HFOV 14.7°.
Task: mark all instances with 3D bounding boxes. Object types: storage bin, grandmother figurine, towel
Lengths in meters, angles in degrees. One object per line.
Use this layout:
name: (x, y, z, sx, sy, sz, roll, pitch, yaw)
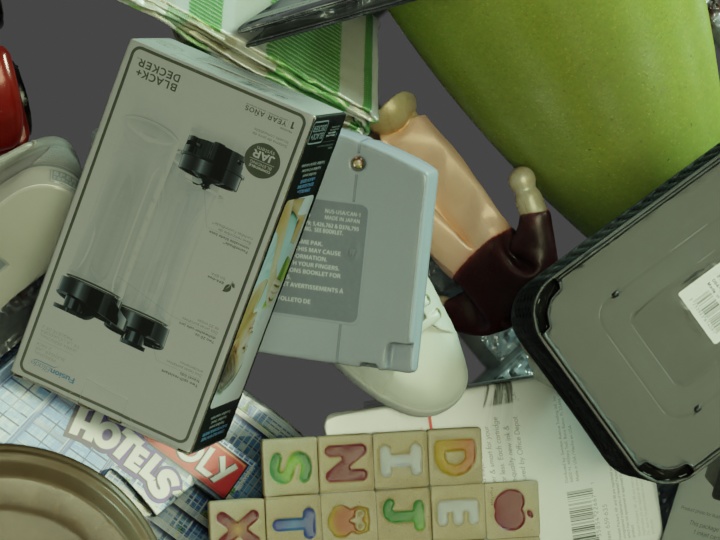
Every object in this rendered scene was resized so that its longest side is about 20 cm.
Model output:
storage bin: (0.200, 0.016, 1.584, 0.200, 0.094, 0.135, -36, 92, -6)
grandmother figurine: (0.071, -0.008, 1.662, 0.200, 0.121, 0.061, 47, 45, 11)
towel: (-0.078, -0.159, 1.622, 0.200, 0.153, 0.023, 27, 119, -14)

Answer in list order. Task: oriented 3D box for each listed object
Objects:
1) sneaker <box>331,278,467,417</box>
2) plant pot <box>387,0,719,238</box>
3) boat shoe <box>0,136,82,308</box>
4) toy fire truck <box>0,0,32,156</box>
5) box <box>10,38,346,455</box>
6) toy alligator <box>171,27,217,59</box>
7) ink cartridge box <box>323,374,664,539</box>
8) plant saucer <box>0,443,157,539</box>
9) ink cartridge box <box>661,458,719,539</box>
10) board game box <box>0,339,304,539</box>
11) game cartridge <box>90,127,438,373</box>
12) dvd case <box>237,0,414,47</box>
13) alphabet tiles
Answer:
sneaker: (0.000, 0.000, 1.604, 0.073, 0.085, 0.200, -38, 98, -18)
plant pot: (0.135, -0.122, 1.666, 0.187, 0.187, 0.200, -32, 110, -13)
boat shoe: (-0.236, -0.008, 1.593, 0.072, 0.069, 0.200, 37, 116, -26)
toy fire truck: (-0.221, -0.150, 1.548, 0.129, 0.200, 0.176, -14, 92, -14)
box: (-0.100, -0.014, 1.523, 0.117, 0.060, 0.200, 22, 100, 13)
toy alligator: (-0.083, -0.098, 1.658, 0.059, 0.054, 0.200, -38, 98, -16)
ink cartridge box: (0.073, 0.125, 1.686, 0.200, 0.067, 0.116, -8, 91, -15)
plant saucer: (-0.203, 0.198, 1.578, 0.200, 0.029, 0.200, -1, 96, -11)
ink cartridge box: (0.275, 0.122, 1.703, 0.145, 0.083, 0.200, 25, 81, -43)
board game box: (-0.133, 0.084, 1.637, 0.200, 0.062, 0.200, 37, 81, -11)
game cartridge: (-0.057, -0.021, 1.559, 0.200, 0.040, 0.133, 8, 101, 15)
dvd case: (0.041, -0.182, 1.584, 0.200, 0.149, 0.016, -39, 111, -48)
alphabet tiles: (0.011, 0.178, 1.630, 0.200, 0.006, 0.166, -2, 89, -15)
